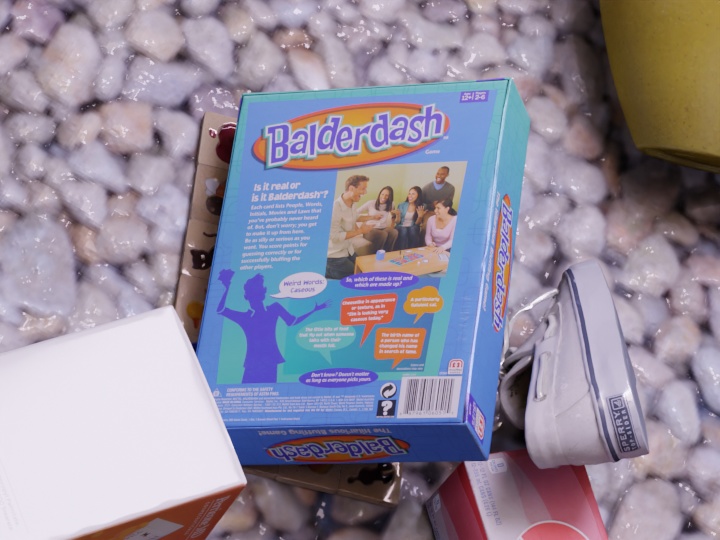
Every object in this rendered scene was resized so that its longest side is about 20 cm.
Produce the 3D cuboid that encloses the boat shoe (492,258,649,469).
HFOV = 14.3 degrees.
[{"bbox_3d":[0.096,0.055,1.466,0.086,0.202,0.075,-15,110,6],"label":"boat shoe"}]

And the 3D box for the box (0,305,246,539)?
[{"bbox_3d":[-0.173,0.106,1.346,0.199,0.124,0.098,-16,72,-25],"label":"box"}]

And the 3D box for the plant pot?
[{"bbox_3d":[0.214,-0.126,1.578,0.199,0.200,0.143,13,87,-13],"label":"plant pot"}]

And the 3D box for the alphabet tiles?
[{"bbox_3d":[-0.017,0.022,1.512,0.166,0.008,0.201,14,62,-13],"label":"alphabet tiles"}]

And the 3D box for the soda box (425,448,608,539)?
[{"bbox_3d":[0.098,0.191,1.437,0.070,0.063,0.201,-8,68,-23],"label":"soda box"}]

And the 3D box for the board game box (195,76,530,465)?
[{"bbox_3d":[0.000,0.000,1.455,0.151,0.045,0.201,-2,60,20],"label":"board game box"}]
